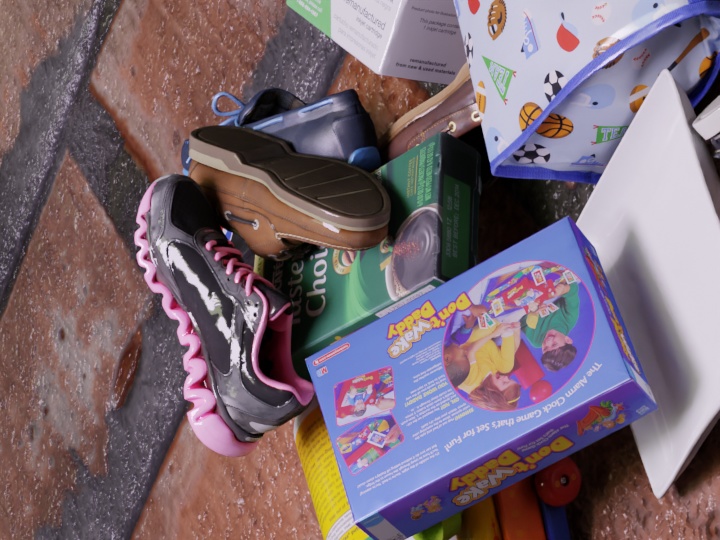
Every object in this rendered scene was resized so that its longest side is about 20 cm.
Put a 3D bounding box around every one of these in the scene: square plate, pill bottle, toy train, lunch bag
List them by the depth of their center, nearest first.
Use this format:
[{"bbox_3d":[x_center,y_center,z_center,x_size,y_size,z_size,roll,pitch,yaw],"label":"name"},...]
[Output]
[{"bbox_3d":[0.195,0.010,1.608,0.200,0.028,0.199,114,146,-56],"label":"square plate"},{"bbox_3d":[0.157,-0.174,1.645,0.200,0.123,0.170,-52,45,50],"label":"lunch bag"},{"bbox_3d":[0.077,0.144,1.695,0.085,0.115,0.201,-7,97,55],"label":"toy train"},{"bbox_3d":[0.017,0.136,1.820,0.113,0.112,0.200,-51,44,40],"label":"pill bottle"}]

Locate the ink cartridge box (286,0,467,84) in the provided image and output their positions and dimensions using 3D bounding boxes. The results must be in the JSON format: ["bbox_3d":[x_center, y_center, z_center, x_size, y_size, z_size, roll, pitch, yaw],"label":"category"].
[{"bbox_3d":[0.039,-0.253,1.858,0.146,0.084,0.201,41,119,49],"label":"ink cartridge box"}]

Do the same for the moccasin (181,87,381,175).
[{"bbox_3d":[-0.055,-0.101,1.883,0.200,0.080,0.068,-1,100,44],"label":"moccasin"}]

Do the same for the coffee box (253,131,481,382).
[{"bbox_3d":[0.000,0.000,1.785,0.200,0.044,0.123,-28,46,42],"label":"coffee box"}]

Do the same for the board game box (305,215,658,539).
[{"bbox_3d":[0.074,0.071,1.652,0.200,0.045,0.135,-28,52,14],"label":"board game box"}]

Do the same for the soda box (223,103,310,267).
[{"bbox_3d":[-0.064,-0.047,2.005,0.200,0.063,0.071,-43,51,44],"label":"soda box"}]

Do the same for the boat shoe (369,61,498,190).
[{"bbox_3d":[0.072,-0.088,1.802,0.200,0.070,0.071,-46,46,43],"label":"boat shoe"}]

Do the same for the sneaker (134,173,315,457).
[{"bbox_3d":[-0.085,0.021,1.768,0.095,0.079,0.201,-26,79,35],"label":"sneaker"}]

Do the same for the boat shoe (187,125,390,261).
[{"bbox_3d":[-0.047,-0.042,1.790,0.200,0.072,0.068,29,122,49],"label":"boat shoe"}]

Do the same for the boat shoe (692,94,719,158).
[{"bbox_3d":[0.284,-0.116,1.503,0.200,0.074,0.060,-36,98,30],"label":"boat shoe"}]
